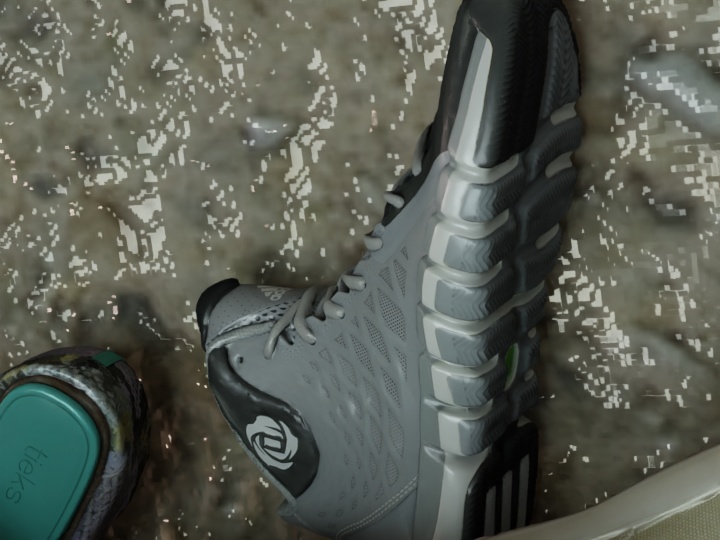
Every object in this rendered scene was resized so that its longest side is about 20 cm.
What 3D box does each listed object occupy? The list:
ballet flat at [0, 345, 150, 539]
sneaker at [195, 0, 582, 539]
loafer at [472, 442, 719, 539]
[{"bbox_3d":[-0.127,0.105,0.872,0.072,0.072,0.201,39,116,13],"label":"ballet flat"},{"bbox_3d":[0.000,0.000,0.783,0.115,0.075,0.201,14,109,25],"label":"sneaker"},{"bbox_3d":[0.072,0.111,0.748,0.199,0.076,0.069,-30,54,18],"label":"loafer"}]
